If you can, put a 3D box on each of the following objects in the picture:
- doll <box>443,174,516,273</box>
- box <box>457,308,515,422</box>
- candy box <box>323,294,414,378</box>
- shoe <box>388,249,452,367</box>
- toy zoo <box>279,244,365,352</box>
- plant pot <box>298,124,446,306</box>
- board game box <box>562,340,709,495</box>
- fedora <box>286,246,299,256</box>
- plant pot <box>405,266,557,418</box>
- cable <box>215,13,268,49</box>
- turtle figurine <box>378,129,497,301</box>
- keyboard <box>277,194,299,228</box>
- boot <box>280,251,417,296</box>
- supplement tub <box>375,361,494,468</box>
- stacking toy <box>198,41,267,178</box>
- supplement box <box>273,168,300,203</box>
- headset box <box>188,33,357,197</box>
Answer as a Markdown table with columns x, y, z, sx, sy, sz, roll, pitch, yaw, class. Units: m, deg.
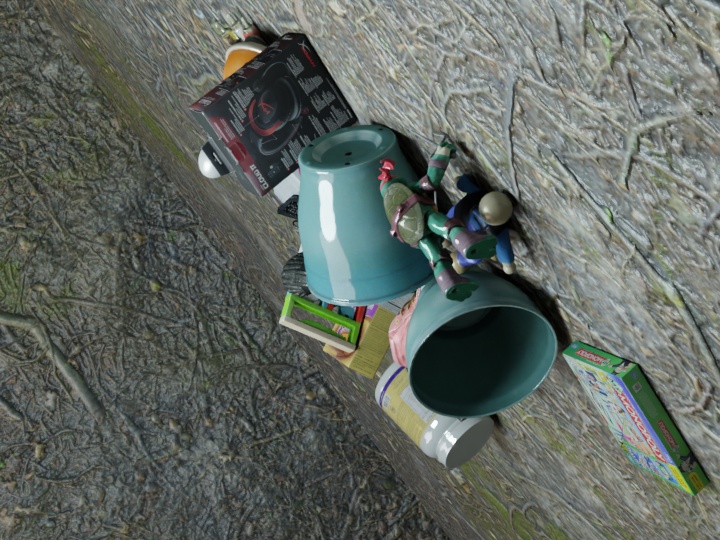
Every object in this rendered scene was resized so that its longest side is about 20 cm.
| x | y | z | sx | sy | sz | roll | pitch | yaw | class |
| --- | --- | --- | --- | --- | --- | --- | --- | --- | --- |
| 0.147 | -0.052 | 1.407 | 0.137 | 0.048 | 0.200 | 59 | 163 | 8 | doll |
| 0.146 | 0.107 | 1.683 | 0.143 | 0.036 | 0.200 | 46 | 132 | 24 | box |
| 0.022 | 0.064 | 1.866 | 0.056 | 0.201 | 0.117 | 28 | 178 | -25 | candy box |
| 0.087 | 0.058 | 1.646 | 0.091 | 0.071 | 0.201 | 18 | 116 | 43 | shoe |
| -0.045 | 0.015 | 1.820 | 0.131 | 0.201 | 0.020 | 25 | 154 | -21 | toy zoo |
| 0.003 | -0.085 | 1.539 | 0.200 | 0.200 | 0.189 | 35 | 146 | 53 | plant pot |
| 0.344 | 0.184 | 1.439 | 0.200 | 0.029 | 0.135 | 55 | 168 | -20 | board game box |
| -0.030 | -0.012 | 2.089 | 0.200 | 0.090 | 0.177 | 40 | 172 | -3 | fedora |
| 0.147 | 0.079 | 1.525 | 0.134 | 0.200 | 0.201 | -107 | -9 | -49 | plant pot |
| -0.139 | -0.313 | 1.761 | 0.097 | 0.050 | 0.200 | 7 | 150 | 49 | cable |
| 0.080 | -0.065 | 1.361 | 0.200 | 0.100 | 0.150 | 57 | 157 | 35 | turtle figurine |
| -0.031 | -0.061 | 1.773 | 0.199 | 0.040 | 0.104 | 17 | 160 | -17 | keyboard |
| -0.001 | -0.003 | 1.738 | 0.158 | 0.210 | 0.080 | -3 | 90 | 63 | boot |
| 0.140 | 0.260 | 2.156 | 0.200 | 0.145 | 0.146 | 43 | 166 | 30 | supplement tub |
| -0.170 | -0.217 | 1.667 | 0.146 | 0.200 | 0.146 | 25 | 161 | 9 | stacking toy |
| -0.075 | -0.153 | 1.804 | 0.103 | 0.101 | 0.200 | 47 | 168 | 15 | supplement box |
| -0.129 | -0.210 | 1.586 | 0.149 | 0.200 | 0.075 | 55 | 167 | -24 | headset box |
